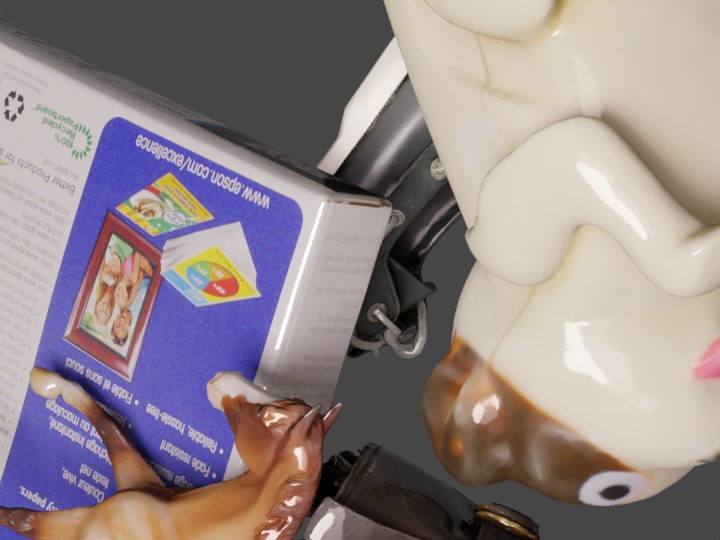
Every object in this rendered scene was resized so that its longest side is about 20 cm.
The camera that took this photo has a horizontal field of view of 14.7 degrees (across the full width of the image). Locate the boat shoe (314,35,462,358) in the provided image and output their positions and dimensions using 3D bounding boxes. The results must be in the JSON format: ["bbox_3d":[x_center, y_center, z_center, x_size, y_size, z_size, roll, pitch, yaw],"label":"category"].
[{"bbox_3d":[0.000,0.000,0.928,0.062,0.073,0.200,34,97,7],"label":"boat shoe"}]

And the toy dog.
[{"bbox_3d":[0.065,-0.029,0.815,0.193,0.139,0.201,4,104,45],"label":"toy dog"}]

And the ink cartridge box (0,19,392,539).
[{"bbox_3d":[-0.096,0.038,0.911,0.197,0.047,0.201,26,104,39],"label":"ink cartridge box"}]

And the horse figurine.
[{"bbox_3d":[-0.090,0.113,0.824,0.132,0.050,0.201,21,81,36],"label":"horse figurine"}]

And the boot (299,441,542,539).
[{"bbox_3d":[0.064,0.102,0.872,0.174,0.200,0.069,28,89,7],"label":"boot"}]
